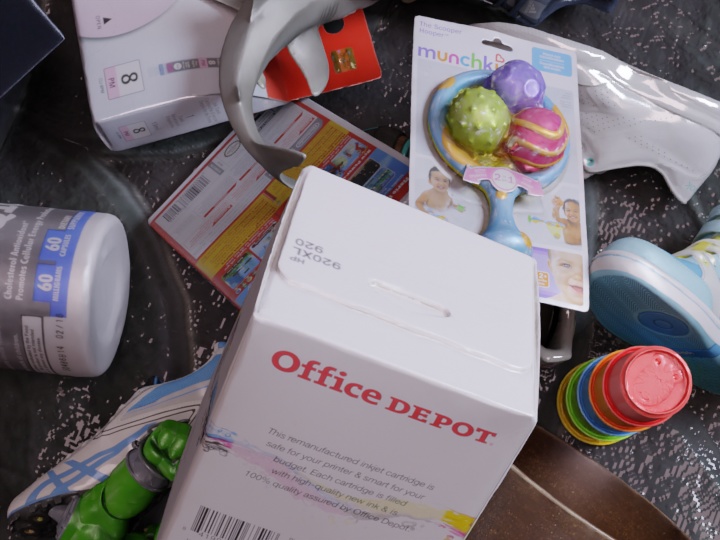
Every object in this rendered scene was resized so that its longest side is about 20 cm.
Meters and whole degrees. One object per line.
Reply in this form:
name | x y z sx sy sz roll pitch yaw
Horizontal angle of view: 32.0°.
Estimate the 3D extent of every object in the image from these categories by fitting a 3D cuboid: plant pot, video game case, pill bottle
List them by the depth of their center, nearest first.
plant pot | 0.087 0.215 0.789 0.187 0.187 0.200 33 98 7
video game case | -0.051 -0.043 0.842 0.143 0.017 0.200 -47 40 -5
pill bottle | -0.268 0.008 0.858 0.200 0.114 0.114 5 81 3

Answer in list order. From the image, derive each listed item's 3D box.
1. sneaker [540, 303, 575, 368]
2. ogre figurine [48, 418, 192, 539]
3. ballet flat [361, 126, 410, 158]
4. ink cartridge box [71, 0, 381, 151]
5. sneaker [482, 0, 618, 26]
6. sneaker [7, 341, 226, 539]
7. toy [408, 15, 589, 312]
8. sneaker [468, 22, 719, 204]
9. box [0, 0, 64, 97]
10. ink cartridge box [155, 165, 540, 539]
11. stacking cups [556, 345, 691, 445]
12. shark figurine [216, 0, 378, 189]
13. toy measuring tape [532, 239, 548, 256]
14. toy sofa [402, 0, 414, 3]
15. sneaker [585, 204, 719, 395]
sneaker | 0.115 -0.035 0.836 0.075 0.090 0.200 -10 98 -15
ogre figurine | -0.124 0.195 0.819 0.120 0.200 0.098 -16 42 13
ballet flat | 0.000 0.000 0.872 0.068 0.068 0.200 5 86 19
ink cartridge box | -0.102 -0.186 0.898 0.200 0.057 0.163 -17 65 4
sneaker | 0.097 -0.211 0.867 0.200 0.074 0.081 -10 62 -18
sneaker | -0.154 0.121 0.864 0.200 0.072 0.073 -31 53 2
toy | 0.091 -0.079 0.768 0.115 0.047 0.200 11 61 -13
sneaker | 0.156 -0.111 0.886 0.200 0.075 0.089 24 101 8
box | -0.333 -0.159 0.840 0.197 0.117 0.200 -43 42 -5
ink cartridge box | -0.008 0.078 0.685 0.147 0.145 0.200 21 124 -7
stacking cups | 0.162 0.080 0.782 0.060 0.200 0.061 0 83 3
shark figurine | -0.059 -0.153 0.821 0.128 0.090 0.215 17 55 1
toy measuring tape | 0.022 0.023 0.793 0.200 0.074 0.074 -37 81 7
toy sofa | 0.089 -0.285 0.916 0.200 0.098 0.083 -23 56 -1
sneaker | 0.223 -0.006 0.822 0.079 0.200 0.131 4 69 44
